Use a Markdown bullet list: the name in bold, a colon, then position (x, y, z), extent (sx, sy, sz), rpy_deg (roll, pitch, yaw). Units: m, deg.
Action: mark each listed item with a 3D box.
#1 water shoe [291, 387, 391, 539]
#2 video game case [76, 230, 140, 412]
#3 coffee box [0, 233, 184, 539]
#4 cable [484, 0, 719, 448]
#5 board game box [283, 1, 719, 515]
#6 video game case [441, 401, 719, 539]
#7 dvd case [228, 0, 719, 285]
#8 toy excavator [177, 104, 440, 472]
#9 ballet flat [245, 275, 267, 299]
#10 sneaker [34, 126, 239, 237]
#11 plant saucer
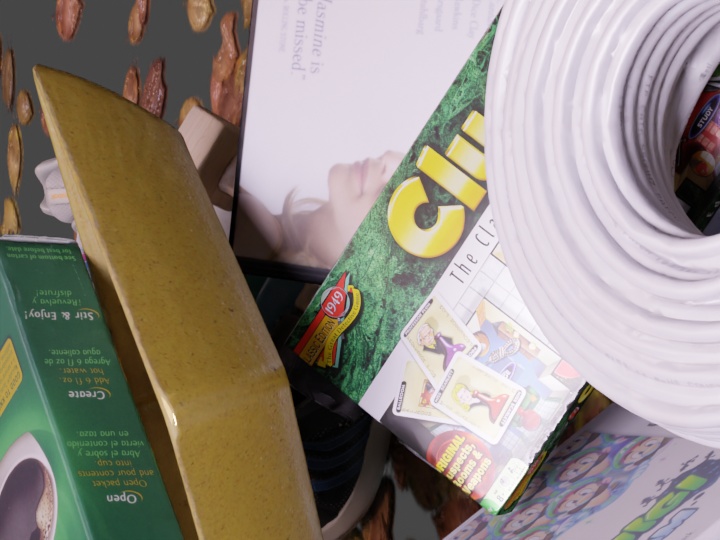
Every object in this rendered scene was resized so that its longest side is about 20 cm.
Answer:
- **water shoe**: position (-0.025, 0.059, 1.214), extent (0.200, 0.079, 0.072), rpy_deg (113, 148, -44)
- **video game case**: position (-0.090, 0.045, 1.165), extent (0.143, 0.018, 0.201), rpy_deg (57, -156, -43)
- **coffee box**: position (-0.122, 0.101, 1.007), extent (0.123, 0.044, 0.200), rpy_deg (-57, 44, 38)
- **cable**: position (0.123, -0.044, 0.808), extent (0.199, 0.069, 0.201), rpy_deg (4, 88, 44)
- **board game box**: position (0.065, -0.023, 0.913), extent (0.105, 0.023, 0.200), rpy_deg (38, 106, 20)
- **video game case**: position (0.062, 0.107, 0.878), extent (0.024, 0.200, 0.182), rpy_deg (56, 163, -10)
- **dvd case**: position (0.049, -0.057, 0.940), extent (0.199, 0.018, 0.143), rpy_deg (8, 95, 22)
- **toy excavator**: position (0.000, 0.000, 1.072), extent (0.100, 0.194, 0.200), rpy_deg (-59, 3, 1)
- **ballet flat**: position (-0.008, -0.060, 1.218), extent (0.064, 0.067, 0.200), rpy_deg (-75, 4, -51)
- **sneaker**: position (-0.123, -0.040, 1.427), extent (0.200, 0.092, 0.076), rpy_deg (177, 91, -66)
- **plant saucer**: position (-0.060, 0.046, 0.971), extent (0.200, 0.048, 0.200), rpy_deg (80, 169, -45)
